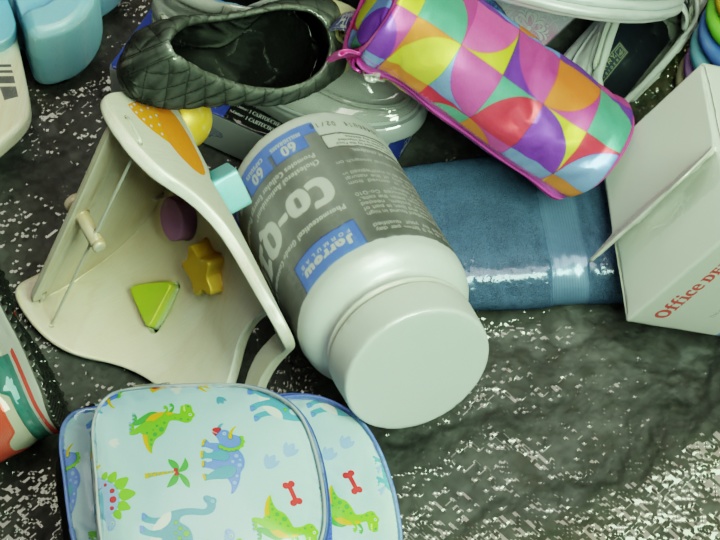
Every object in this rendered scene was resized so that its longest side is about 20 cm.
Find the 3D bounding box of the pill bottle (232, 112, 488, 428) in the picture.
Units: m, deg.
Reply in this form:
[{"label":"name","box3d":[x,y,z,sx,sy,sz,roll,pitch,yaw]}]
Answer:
[{"label":"pill bottle","box3d":[0.000,0.000,1.575,0.113,0.114,0.200,-18,43,-12]}]

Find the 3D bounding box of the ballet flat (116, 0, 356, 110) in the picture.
[{"label":"ballet flat","box3d":[-0.065,-0.135,1.572,0.200,0.057,0.067,-16,91,-42]}]

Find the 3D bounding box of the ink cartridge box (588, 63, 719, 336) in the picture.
[{"label":"ink cartridge box","box3d":[0.255,-0.039,1.599,0.199,0.129,0.126,10,57,-26]}]

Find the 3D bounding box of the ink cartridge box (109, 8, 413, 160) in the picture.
[{"label":"ink cartridge box","box3d":[-0.064,-0.122,1.728,0.200,0.044,0.094,25,60,13]}]

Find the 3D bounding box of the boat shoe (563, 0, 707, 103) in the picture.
[{"label":"boat shoe","box3d":[0.210,-0.182,1.745,0.074,0.065,0.200,38,70,-20]}]

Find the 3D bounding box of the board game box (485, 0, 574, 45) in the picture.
[{"label":"board game box","box3d":[0.089,-0.254,1.775,0.200,0.041,0.200,46,67,0]}]

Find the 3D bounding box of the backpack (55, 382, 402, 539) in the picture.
[{"label":"backpack","box3d":[-0.076,0.158,1.507,0.199,0.147,0.183,-5,64,-10]}]

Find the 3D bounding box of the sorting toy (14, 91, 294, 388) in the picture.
[{"label":"sorting toy","box3d":[-0.110,0.008,1.591,0.107,0.200,0.180,-19,64,-37]}]

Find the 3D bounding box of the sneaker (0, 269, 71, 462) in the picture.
[{"label":"sneaker","box3d":[-0.264,0.044,1.611,0.093,0.070,0.200,-31,58,-1]}]

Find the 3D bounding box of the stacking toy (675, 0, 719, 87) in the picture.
[{"label":"stacking toy","box3d":[0.266,-0.174,1.678,0.085,0.200,0.086,1,60,-2]}]

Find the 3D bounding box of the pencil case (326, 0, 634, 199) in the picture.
[{"label":"pencil case","box3d":[0.078,-0.120,1.597,0.200,0.088,0.089,30,59,-19]}]

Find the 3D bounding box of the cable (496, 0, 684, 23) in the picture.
[{"label":"cable","box3d":[0.121,-0.214,1.646,0.199,0.069,0.200,16,17,16]}]

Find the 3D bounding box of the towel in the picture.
[{"label":"towel","box3d":[0.122,-0.025,1.675,0.199,0.049,0.112,-4,61,-5]}]

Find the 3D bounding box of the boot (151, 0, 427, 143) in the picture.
[{"label":"boot","box3d":[-0.049,-0.152,1.664,0.199,0.096,0.074,17,57,8]}]

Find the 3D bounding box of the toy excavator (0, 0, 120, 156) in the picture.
[{"label":"toy excavator","box3d":[-0.237,-0.153,1.709,0.194,0.100,0.200,-17,63,-11]}]

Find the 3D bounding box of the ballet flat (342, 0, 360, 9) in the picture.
[{"label":"ballet flat","box3d":[0.056,-0.162,1.688,0.200,0.066,0.057,36,82,-3]}]
